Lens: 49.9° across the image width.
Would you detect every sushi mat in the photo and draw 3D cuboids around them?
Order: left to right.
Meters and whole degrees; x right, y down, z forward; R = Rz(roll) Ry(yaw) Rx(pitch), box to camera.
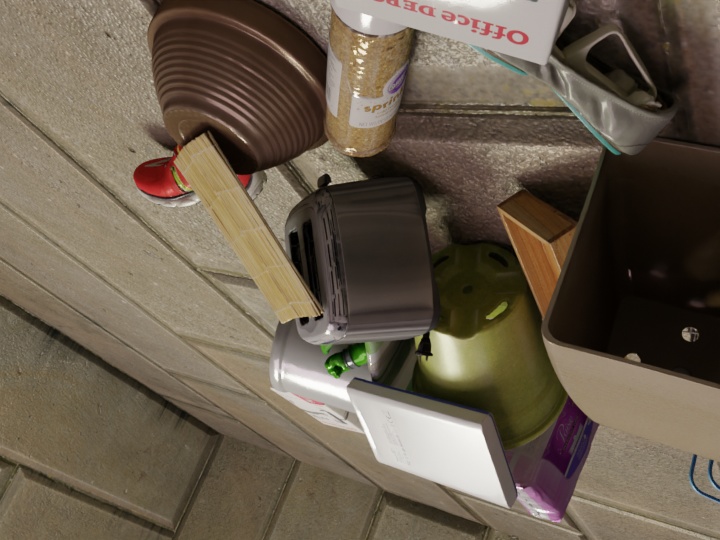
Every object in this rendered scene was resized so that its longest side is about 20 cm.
[{"bbox_3d":[-0.108,-0.036,0.742,0.201,0.012,0.095,58,152,-12],"label":"sushi mat"}]

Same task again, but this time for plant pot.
[{"bbox_3d":[-0.122,-0.157,0.730,0.198,0.094,0.201,21,158,9],"label":"plant pot"},{"bbox_3d":[0.136,0.075,0.899,0.198,0.202,0.185,11,145,29],"label":"plant pot"},{"bbox_3d":[0.264,0.041,0.603,0.197,0.201,0.178,14,150,23],"label":"plant pot"}]

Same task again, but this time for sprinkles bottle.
[{"bbox_3d":[0.006,-0.166,0.606,0.067,0.069,0.200,22,159,4],"label":"sprinkles bottle"}]

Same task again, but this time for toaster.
[{"bbox_3d":[0.000,0.000,0.798,0.127,0.203,0.113,-4,172,-28],"label":"toaster"}]

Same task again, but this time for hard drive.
[{"bbox_3d":[0.081,0.200,0.914,0.198,0.025,0.133,8,130,42],"label":"hard drive"}]

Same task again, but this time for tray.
[{"bbox_3d":[0.202,0.024,0.752,0.201,0.037,0.099,62,175,-30],"label":"tray"}]

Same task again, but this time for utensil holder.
[{"bbox_3d":[-0.017,0.130,1.187,0.197,0.172,0.170,16,158,16],"label":"utensil holder"}]

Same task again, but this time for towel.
[{"bbox_3d":[0.057,0.086,0.980,0.030,0.150,0.201,17,145,22],"label":"towel"}]

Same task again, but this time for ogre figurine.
[{"bbox_3d":[0.000,0.054,1.041,0.118,0.204,0.098,-2,-172,8],"label":"ogre figurine"}]

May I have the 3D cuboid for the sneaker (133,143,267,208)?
[{"bbox_3d":[-0.201,-0.130,0.928,0.197,0.078,0.085,2,140,31],"label":"sneaker"}]

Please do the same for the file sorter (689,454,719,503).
[{"bbox_3d":[0.493,0.210,0.895,0.137,0.124,0.200,21,158,4],"label":"file sorter"}]

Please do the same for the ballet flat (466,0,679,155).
[{"bbox_3d":[0.137,-0.154,0.527,0.198,0.068,0.064,31,130,-19],"label":"ballet flat"}]

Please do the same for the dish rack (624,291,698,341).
[{"bbox_3d":[0.322,0.037,0.770,0.198,0.055,0.154,7,153,33],"label":"dish rack"}]

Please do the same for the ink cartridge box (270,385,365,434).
[{"bbox_3d":[-0.078,0.274,1.704,0.144,0.086,0.200,2,152,44],"label":"ink cartridge box"}]

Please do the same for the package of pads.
[{"bbox_3d":[0.266,0.234,1.084,0.075,0.202,0.121,8,151,46],"label":"package of pads"}]

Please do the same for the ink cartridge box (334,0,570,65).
[{"bbox_3d":[0.058,-0.218,0.403,0.143,0.088,0.200,20,160,9],"label":"ink cartridge box"}]
